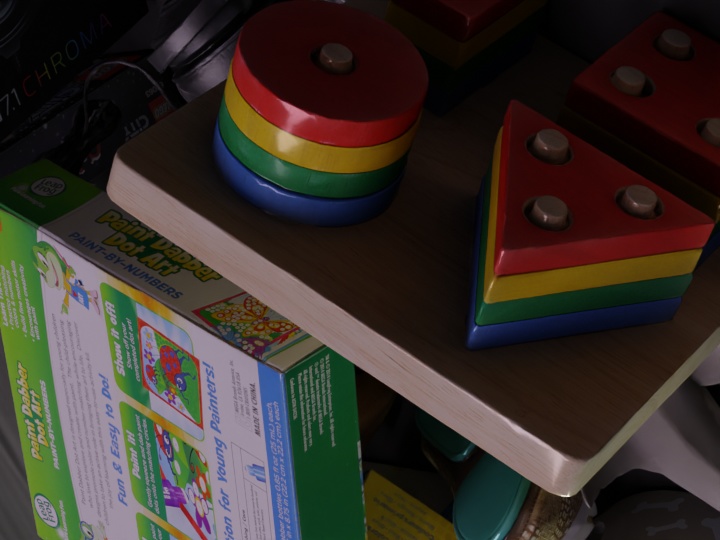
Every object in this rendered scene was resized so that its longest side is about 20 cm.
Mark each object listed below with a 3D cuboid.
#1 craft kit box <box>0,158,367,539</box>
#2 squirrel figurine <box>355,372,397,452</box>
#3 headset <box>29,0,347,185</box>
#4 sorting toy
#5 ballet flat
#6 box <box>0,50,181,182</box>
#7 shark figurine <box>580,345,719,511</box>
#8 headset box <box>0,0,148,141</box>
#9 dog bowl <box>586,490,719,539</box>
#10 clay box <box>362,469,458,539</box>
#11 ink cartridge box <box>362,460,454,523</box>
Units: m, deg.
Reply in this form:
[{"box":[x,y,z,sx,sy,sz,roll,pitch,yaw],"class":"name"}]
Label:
[{"box":[-0.079,0.075,1.007,0.197,0.049,0.200,26,135,35],"class":"craft kit box"},{"box":[-0.111,0.073,1.189,0.187,0.141,0.200,42,133,18],"class":"squirrel figurine"},{"box":[-0.054,-0.071,1.008,0.200,0.094,0.124,-3,127,39],"class":"headset"},{"box":[0.050,-0.044,0.830,0.200,0.199,0.070,33,132,18],"class":"sorting toy"},{"box":[0.074,0.092,1.030,0.065,0.071,0.200,36,-170,-14],"class":"ballet flat"},{"box":[-0.199,-0.040,1.109,0.137,0.200,0.038,0,121,49],"class":"box"},{"box":[0.139,0.081,0.978,0.215,0.090,0.128,49,151,-5],"class":"shark figurine"},{"box":[-0.200,-0.156,0.997,0.093,0.174,0.200,22,142,33],"class":"headset box"},{"box":[0.172,0.186,1.092,0.200,0.059,0.200,29,147,21],"class":"dog bowl"},{"box":[0.049,0.175,1.076,0.200,0.048,0.115,36,149,-14],"class":"clay box"},{"box":[0.021,0.166,1.233,0.200,0.068,0.115,5,130,47],"class":"ink cartridge box"}]
